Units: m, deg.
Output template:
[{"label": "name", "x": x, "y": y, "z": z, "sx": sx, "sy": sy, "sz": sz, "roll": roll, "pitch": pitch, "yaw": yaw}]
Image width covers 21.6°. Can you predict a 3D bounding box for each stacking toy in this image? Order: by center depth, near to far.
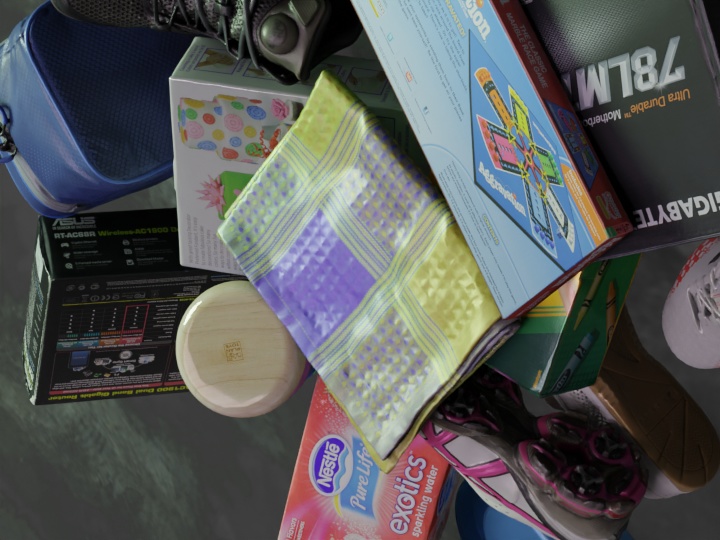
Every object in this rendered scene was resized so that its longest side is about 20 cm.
[{"label": "stacking toy", "x": -0.050, "y": 0.042, "z": 1.254, "sx": 0.085, "sy": 0.200, "sz": 0.086, "roll": 1, "pitch": 95, "yaw": 16}]

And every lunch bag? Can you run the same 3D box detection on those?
[{"label": "lunch bag", "x": -0.166, "y": -0.121, "z": 1.285, "sx": 0.132, "sy": 0.200, "sz": 0.136, "roll": -22, "pitch": 95, "yaw": 59}]

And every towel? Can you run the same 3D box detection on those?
[{"label": "towel", "x": 0.000, "y": 0.000, "z": 1.087, "sx": 0.144, "sy": 0.023, "sz": 0.200, "roll": -50, "pitch": 63, "yaw": 33}]

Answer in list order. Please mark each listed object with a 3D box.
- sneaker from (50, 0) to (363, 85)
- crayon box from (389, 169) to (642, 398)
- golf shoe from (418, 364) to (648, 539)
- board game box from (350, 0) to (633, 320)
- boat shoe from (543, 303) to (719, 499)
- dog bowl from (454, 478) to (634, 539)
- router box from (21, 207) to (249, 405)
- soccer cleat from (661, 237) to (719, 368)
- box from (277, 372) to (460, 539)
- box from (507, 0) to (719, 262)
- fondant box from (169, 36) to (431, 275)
[{"label": "sneaker", "x": -0.085, "y": -0.165, "z": 1.125, "sx": 0.114, "sy": 0.199, "sz": 0.076, "roll": -108, "pitch": 22, "yaw": -58}, {"label": "crayon box", "x": 0.102, "y": -0.046, "z": 1.048, "sx": 0.119, "sy": 0.058, "sz": 0.200, "roll": 31, "pitch": 113, "yaw": 35}, {"label": "golf shoe", "x": 0.072, "y": 0.100, "z": 1.124, "sx": 0.200, "sy": 0.073, "sz": 0.092, "roll": 38, "pitch": 142, "yaw": 15}, {"label": "board game box", "x": 0.060, "y": -0.085, "z": 0.943, "sx": 0.103, "sy": 0.019, "sz": 0.200, "roll": -44, "pitch": 67, "yaw": 55}, {"label": "boat shoe", "x": 0.132, "y": 0.056, "z": 1.140, "sx": 0.200, "sy": 0.071, "sz": 0.069, "roll": 56, "pitch": 145, "yaw": 5}, {"label": "dog bowl", "x": 0.147, "y": 0.207, "z": 1.255, "sx": 0.200, "sy": 0.050, "sz": 0.112, "roll": 49, "pitch": 146, "yaw": 16}, {"label": "router box", "x": -0.139, "y": 0.024, "z": 1.364, "sx": 0.150, "sy": 0.200, "sz": 0.062, "roll": 109, "pitch": 152, "yaw": -48}, {"label": "soccer cleat", "x": 0.207, "y": 0.008, "z": 0.990, "sx": 0.069, "sy": 0.085, "sz": 0.200, "roll": 57, "pitch": 147, "yaw": 5}, {"label": "box", "x": 0.017, "y": 0.114, "z": 1.250, "sx": 0.102, "sy": 0.095, "sz": 0.200, "roll": 20, "pitch": 121, "yaw": 9}, {"label": "box", "x": 0.113, "y": -0.105, "z": 0.919, "sx": 0.200, "sy": 0.050, "sz": 0.199, "roll": -12, "pitch": 94, "yaw": 56}, {"label": "fondant box", "x": -0.014, "y": -0.060, "z": 1.173, "sx": 0.200, "sy": 0.058, "sz": 0.144, "roll": 8, "pitch": 128, "yaw": 10}]
